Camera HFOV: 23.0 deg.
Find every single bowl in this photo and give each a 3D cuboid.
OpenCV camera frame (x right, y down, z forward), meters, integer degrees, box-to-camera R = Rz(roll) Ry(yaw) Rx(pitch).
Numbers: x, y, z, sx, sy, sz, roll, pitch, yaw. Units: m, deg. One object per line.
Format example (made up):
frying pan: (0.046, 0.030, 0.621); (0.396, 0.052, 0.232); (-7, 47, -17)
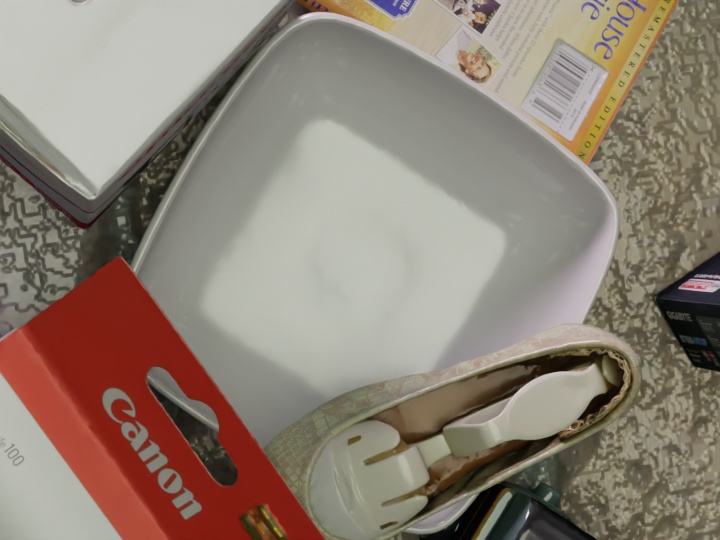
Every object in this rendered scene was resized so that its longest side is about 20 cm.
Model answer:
bowl: (0.000, 0.000, 0.841); (0.199, 0.075, 0.201); (32, 84, -8)

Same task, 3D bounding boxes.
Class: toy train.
toy train: (0.118, 0.171, 0.838); (0.200, 0.114, 0.085); (36, 84, -8)

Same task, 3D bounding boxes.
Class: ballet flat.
ballet flat: (0.033, 0.074, 0.777); (0.199, 0.062, 0.068); (-26, 94, -9)

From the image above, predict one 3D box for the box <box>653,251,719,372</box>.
box: (0.243, -0.009, 0.821); (0.159, 0.200, 0.046); (-34, 97, -8)

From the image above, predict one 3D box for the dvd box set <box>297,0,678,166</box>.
dvd box set: (0.058, -0.158, 0.867); (0.199, 0.029, 0.147); (32, 75, -8)

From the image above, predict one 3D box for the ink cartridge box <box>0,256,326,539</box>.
ink cartridge box: (-0.135, 0.111, 0.777); (0.200, 0.047, 0.160); (-33, 95, 28)

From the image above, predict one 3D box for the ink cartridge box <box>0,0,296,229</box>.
ink cartridge box: (-0.098, -0.099, 0.761); (0.083, 0.200, 0.145); (43, 82, -6)
